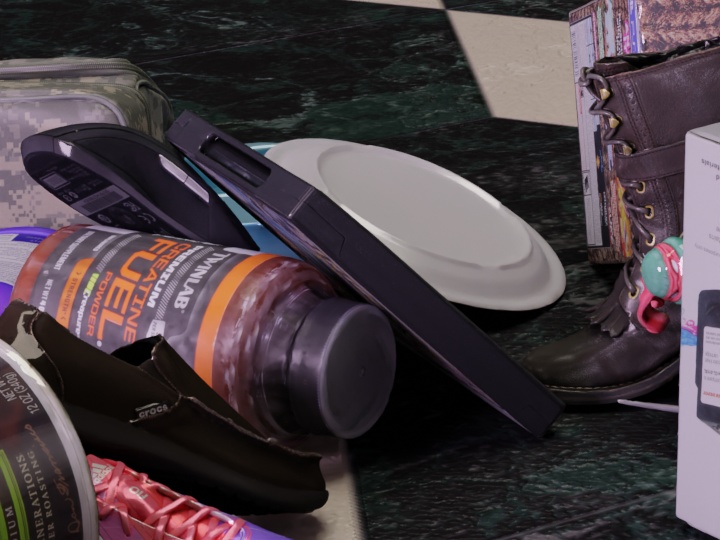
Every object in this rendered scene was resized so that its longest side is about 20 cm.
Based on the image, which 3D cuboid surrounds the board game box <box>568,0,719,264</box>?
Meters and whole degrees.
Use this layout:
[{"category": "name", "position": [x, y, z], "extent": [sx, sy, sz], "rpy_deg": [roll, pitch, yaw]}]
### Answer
[{"category": "board game box", "position": [0.194, -0.086, 1.656], "extent": [0.097, 0.160, 0.200], "rpy_deg": [-5, 1, -7]}]

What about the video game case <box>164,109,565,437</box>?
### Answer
[{"category": "video game case", "position": [0.000, 0.000, 1.501], "extent": [0.026, 0.200, 0.181], "rpy_deg": [-51, 29, -3]}]

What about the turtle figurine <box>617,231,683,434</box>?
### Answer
[{"category": "turtle figurine", "position": [0.220, 0.001, 1.444], "extent": [0.200, 0.150, 0.101], "rpy_deg": [-10, 45, -18]}]

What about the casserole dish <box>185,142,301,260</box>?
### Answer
[{"category": "casserole dish", "position": [-0.059, -0.042, 1.834], "extent": [0.121, 0.039, 0.200], "rpy_deg": [-7, 19, -13]}]

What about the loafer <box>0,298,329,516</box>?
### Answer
[{"category": "loafer", "position": [-0.094, 0.066, 1.333], "extent": [0.200, 0.071, 0.073], "rpy_deg": [23, -19, -32]}]

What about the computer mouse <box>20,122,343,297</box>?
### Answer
[{"category": "computer mouse", "position": [-0.105, -0.025, 1.566], "extent": [0.200, 0.046, 0.140], "rpy_deg": [32, -21, -14]}]

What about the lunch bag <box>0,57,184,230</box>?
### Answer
[{"category": "lunch bag", "position": [-0.219, -0.064, 1.772], "extent": [0.200, 0.139, 0.168], "rpy_deg": [-1, 13, 8]}]

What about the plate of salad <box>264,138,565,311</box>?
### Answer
[{"category": "plate of salad", "position": [0.029, -0.022, 1.707], "extent": [0.200, 0.048, 0.200], "rpy_deg": [20, 23, -9]}]

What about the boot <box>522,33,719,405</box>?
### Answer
[{"category": "boot", "position": [0.154, -0.033, 1.514], "extent": [0.200, 0.174, 0.069], "rpy_deg": [-22, 17, -2]}]

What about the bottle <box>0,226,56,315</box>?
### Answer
[{"category": "bottle", "position": [-0.217, 0.032, 1.583], "extent": [0.083, 0.065, 0.200], "rpy_deg": [1, 18, 14]}]

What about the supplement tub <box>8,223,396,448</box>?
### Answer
[{"category": "supplement tub", "position": [-0.082, 0.038, 1.480], "extent": [0.200, 0.107, 0.107], "rpy_deg": [9, 21, 32]}]

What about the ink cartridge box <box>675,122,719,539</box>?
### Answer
[{"category": "ink cartridge box", "position": [0.230, 0.024, 1.328], "extent": [0.146, 0.200, 0.083], "rpy_deg": [-15, 24, -33]}]

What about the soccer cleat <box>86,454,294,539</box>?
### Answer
[{"category": "soccer cleat", "position": [-0.101, 0.121, 1.276], "extent": [0.200, 0.073, 0.068], "rpy_deg": [5, 19, 23]}]

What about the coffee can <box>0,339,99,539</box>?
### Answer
[{"category": "coffee can", "position": [-0.232, 0.118, 1.187], "extent": [0.146, 0.146, 0.200], "rpy_deg": [13, 24, 40]}]
